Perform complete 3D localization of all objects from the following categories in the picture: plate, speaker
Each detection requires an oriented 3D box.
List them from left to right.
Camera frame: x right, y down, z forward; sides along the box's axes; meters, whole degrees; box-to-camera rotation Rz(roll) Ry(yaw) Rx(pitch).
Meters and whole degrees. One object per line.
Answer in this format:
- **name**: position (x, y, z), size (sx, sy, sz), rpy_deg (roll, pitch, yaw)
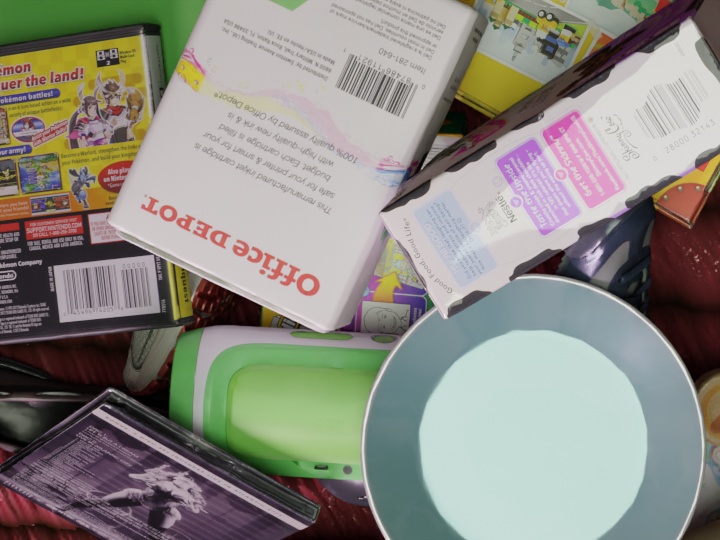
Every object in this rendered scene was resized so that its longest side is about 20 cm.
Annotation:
- **speaker**: position (-0.012, 0.079, 1.494), size (0.198, 0.088, 0.089), rpy_deg (3, 105, 4)
- **plate**: position (0.099, 0.102, 1.435), size (0.199, 0.026, 0.202), rpy_deg (0, 90, 0)

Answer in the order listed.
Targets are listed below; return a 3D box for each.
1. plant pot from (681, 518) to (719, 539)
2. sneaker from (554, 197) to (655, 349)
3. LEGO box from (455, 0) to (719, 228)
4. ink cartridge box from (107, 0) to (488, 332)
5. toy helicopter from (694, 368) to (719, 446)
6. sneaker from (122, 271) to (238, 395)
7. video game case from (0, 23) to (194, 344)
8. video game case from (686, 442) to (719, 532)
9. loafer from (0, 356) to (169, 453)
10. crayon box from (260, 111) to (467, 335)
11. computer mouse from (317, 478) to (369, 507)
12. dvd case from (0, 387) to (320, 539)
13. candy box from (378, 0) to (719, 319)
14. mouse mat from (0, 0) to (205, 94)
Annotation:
- **plant pot**: position (0.251, 0.215, 1.464), size (0.182, 0.201, 0.202), rpy_deg (-15, 103, 3)
- **sneaker**: position (0.155, 0.034, 1.475), size (0.082, 0.070, 0.201), rpy_deg (40, 145, 24)
- **LEGO box**: position (0.147, -0.143, 1.472), size (0.199, 0.077, 0.150), rpy_deg (30, 108, 3)
- **ink cartridge box**: position (-0.034, -0.084, 1.420), size (0.144, 0.084, 0.201), rpy_deg (25, 94, 7)
- **toy helicopter**: position (0.287, 0.045, 1.499), size (0.199, 0.079, 0.133), rpy_deg (-21, 103, -5)
- **sneaker**: position (-0.115, -0.018, 1.552), size (0.082, 0.078, 0.201), rpy_deg (20, 105, 17)
- **video game case**: position (-0.203, -0.048, 1.523), size (0.199, 0.025, 0.182), rpy_deg (-6, 92, 24)
- **video game case**: position (0.257, 0.153, 1.554), size (0.199, 0.024, 0.183), rpy_deg (-35, 100, -3)
- **loafer**: position (-0.176, 0.106, 1.587), size (0.199, 0.063, 0.072), rpy_deg (13, 106, 2)
- **crayon box**: position (0.000, 0.000, 1.545), size (0.118, 0.058, 0.201), rpy_deg (5, 106, 4)
- **computer mouse**: position (0.053, 0.136, 1.546), size (0.199, 0.034, 0.059), rpy_deg (4, 140, 33)
- **dvd case**: position (-0.129, 0.136, 1.533), size (0.148, 0.200, 0.016), rpy_deg (31, 62, -15)
- **candy box**: position (0.123, -0.070, 1.366), size (0.199, 0.168, 0.072), rpy_deg (-32, 95, 18)
- **mouse mat**: position (-0.146, -0.113, 1.511), size (0.160, 0.008, 0.201), rpy_deg (-19, 87, 24)
